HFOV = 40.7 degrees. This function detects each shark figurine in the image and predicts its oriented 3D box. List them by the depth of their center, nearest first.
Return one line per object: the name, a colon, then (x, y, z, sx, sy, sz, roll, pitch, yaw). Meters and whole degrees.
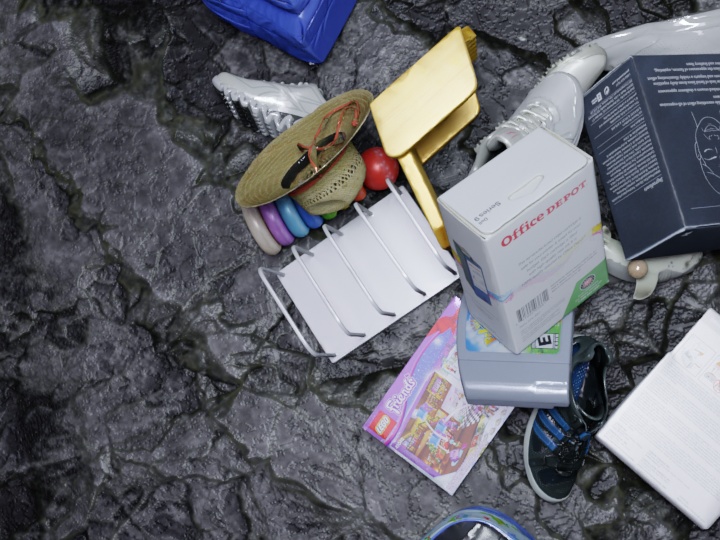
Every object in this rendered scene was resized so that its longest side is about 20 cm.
shark figurine: (0.282, -0.025, 1.147, 0.214, 0.090, 0.128, 33, 58, 6)

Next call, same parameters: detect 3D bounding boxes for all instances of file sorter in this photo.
file sorter: (0.000, 0.000, 1.177, 0.200, 0.125, 0.139, -35, 79, 6)

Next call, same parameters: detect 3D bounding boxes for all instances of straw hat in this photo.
straw hat: (-0.043, -0.114, 1.137, 0.201, 0.201, 0.085, -37, 117, 6)

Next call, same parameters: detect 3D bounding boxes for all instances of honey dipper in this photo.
honey dipper: (0.328, -0.080, 1.119, 0.038, 0.038, 0.200, 10, 62, 13)

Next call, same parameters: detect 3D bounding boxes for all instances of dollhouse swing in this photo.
dollhouse swing: (0.113, -0.146, 1.131, 0.182, 0.200, 0.176, -41, 84, 6)

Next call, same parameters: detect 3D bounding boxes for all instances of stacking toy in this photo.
stacking toy: (-0.046, -0.097, 1.218, 0.200, 0.085, 0.085, -26, 80, 7)

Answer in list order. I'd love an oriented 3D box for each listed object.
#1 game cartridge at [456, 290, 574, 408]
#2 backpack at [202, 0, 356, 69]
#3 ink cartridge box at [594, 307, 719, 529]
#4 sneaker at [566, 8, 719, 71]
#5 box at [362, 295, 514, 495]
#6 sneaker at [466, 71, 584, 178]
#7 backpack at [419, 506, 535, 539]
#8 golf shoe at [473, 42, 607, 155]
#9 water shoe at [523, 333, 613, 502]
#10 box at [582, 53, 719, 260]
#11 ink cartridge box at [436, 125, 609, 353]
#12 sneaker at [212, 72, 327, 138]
game cartridge: (0.179, 0.063, 1.118, 0.133, 0.040, 0.200, -2, 53, 18)
backpack: (-0.115, -0.385, 1.222, 0.200, 0.168, 0.163, 28, 84, 17)
ink cartridge box: (0.396, 0.170, 1.117, 0.161, 0.050, 0.200, 41, 90, 13)
sneaker: (0.351, -0.252, 1.160, 0.200, 0.075, 0.089, -10, 102, 14)
box: (0.115, 0.150, 1.179, 0.137, 0.039, 0.200, 36, 92, 13)
sneaker: (0.181, -0.140, 1.067, 0.078, 0.099, 0.200, 29, 85, 24)
backpack: (0.125, 0.374, 1.099, 0.183, 0.147, 0.200, 39, 97, 14)
golf shoe: (0.233, -0.172, 1.149, 0.200, 0.078, 0.097, -50, 62, 26)
water shoe: (0.239, 0.174, 1.114, 0.071, 0.079, 0.200, 6, 93, -19)
box: (0.352, -0.125, 1.066, 0.148, 0.107, 0.200, -6, 74, -23)
ink cartridge box: (0.179, -0.030, 1.037, 0.145, 0.200, 0.088, -36, 50, -12)
sneaker: (-0.097, -0.211, 1.253, 0.200, 0.075, 0.081, 27, 77, 10)
